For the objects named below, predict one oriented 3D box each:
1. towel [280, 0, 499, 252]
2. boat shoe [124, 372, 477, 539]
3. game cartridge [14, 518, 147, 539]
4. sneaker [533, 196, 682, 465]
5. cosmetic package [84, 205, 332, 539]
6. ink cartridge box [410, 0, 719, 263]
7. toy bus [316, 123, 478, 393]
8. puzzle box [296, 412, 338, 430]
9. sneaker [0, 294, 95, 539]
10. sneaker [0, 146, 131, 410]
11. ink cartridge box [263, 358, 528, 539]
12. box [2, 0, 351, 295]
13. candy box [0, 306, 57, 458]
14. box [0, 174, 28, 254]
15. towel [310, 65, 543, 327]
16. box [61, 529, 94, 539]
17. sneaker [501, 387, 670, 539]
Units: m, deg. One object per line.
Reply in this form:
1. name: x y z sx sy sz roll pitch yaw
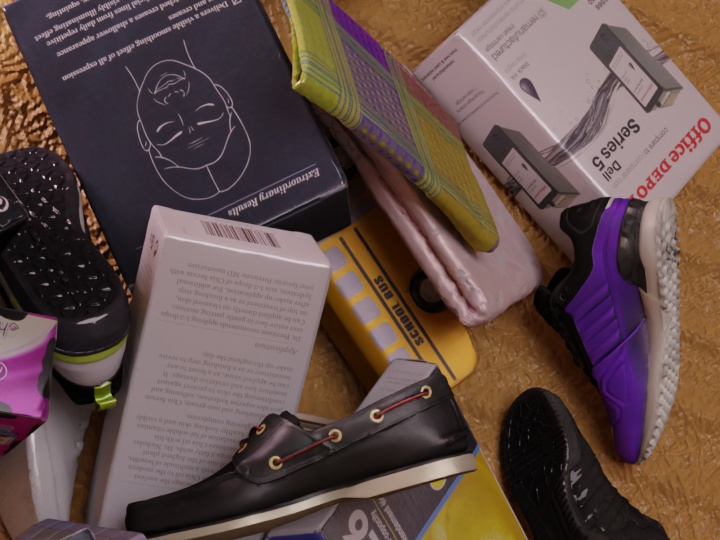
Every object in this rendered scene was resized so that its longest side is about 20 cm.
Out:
1. towel: 0.015 -0.102 1.094 0.200 0.023 0.144 39 24 -38
2. boat shoe: -0.038 0.111 0.967 0.201 0.074 0.063 -17 82 0
3. game cartridge: -0.118 0.233 0.965 0.038 0.130 0.201 -29 103 -28
4. sneaker: 0.174 0.039 1.235 0.070 0.099 0.201 -43 134 -61
5. cosmetic package: -0.092 0.073 1.013 0.101 0.071 0.201 11 103 -16
6. ink cartridge box: 0.158 -0.124 1.294 0.200 0.084 0.146 47 57 -4
7. toy bus: 0.000 0.000 1.173 0.078 0.065 0.200 -34 88 -17
8. puzzle box: -0.063 0.184 1.099 0.133 0.025 0.201 12 66 -22
9. sneaker: -0.180 0.071 1.058 0.088 0.075 0.201 4 67 -31
10. sneaker: -0.186 0.007 1.016 0.071 0.083 0.200 -15 42 -16
11. ink cartridge box: 0.024 0.193 1.074 0.200 0.047 0.198 -53 130 -36
12. box: -0.112 -0.096 1.096 0.148 0.107 0.201 -25 78 -4
13. candy box: -0.258 0.067 0.942 0.136 0.200 0.061 13 66 -24
14. box: -0.278 -0.037 0.972 0.079 0.200 0.141 -31 86 -32
15. towel: 0.049 -0.054 1.179 0.191 0.032 0.200 55 18 4
16. box: -0.184 0.240 0.905 0.107 0.200 0.149 -21 81 -32
17. sneaker: 0.167 0.180 1.198 0.104 0.060 0.200 18 45 -43
